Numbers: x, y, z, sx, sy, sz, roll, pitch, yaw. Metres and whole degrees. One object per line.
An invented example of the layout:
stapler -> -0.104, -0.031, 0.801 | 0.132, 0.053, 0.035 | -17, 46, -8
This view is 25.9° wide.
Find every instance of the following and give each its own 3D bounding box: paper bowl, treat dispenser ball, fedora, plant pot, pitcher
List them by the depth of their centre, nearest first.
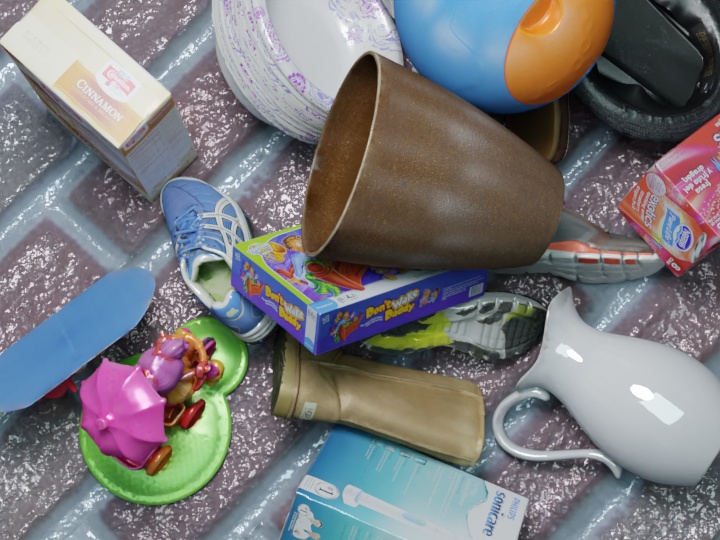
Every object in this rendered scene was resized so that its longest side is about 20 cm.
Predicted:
plant pot -> 0.072, -0.076, 1.394 | 0.200, 0.187, 0.187 | 16, 78, -15
treat dispenser ball -> 0.130, -0.242, 1.415 | 0.200, 0.201, 0.201 | 0, 78, 1
pitcher -> 0.237, 0.136, 1.480 | 0.200, 0.121, 0.172 | 31, 108, 11
paper bowl -> -0.061, -0.218, 1.527 | 0.104, 0.200, 0.201 | -27, 75, 37
fedora -> 0.270, -0.213, 1.549 | 0.200, 0.092, 0.201 | 1, 79, -7

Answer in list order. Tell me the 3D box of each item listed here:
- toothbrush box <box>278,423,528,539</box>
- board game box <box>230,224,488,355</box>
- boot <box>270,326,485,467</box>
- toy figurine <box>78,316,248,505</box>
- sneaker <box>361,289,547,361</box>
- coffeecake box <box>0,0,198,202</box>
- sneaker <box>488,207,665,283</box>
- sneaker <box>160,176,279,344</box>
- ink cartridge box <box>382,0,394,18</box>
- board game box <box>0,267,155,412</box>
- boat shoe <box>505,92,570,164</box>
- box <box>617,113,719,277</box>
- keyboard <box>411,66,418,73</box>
toothbrush box -> 0.040, 0.237, 1.430 | 0.200, 0.146, 0.085 | 21, 115, 5
board game box -> 0.000, 0.000, 1.445 | 0.200, 0.045, 0.134 | -19, 39, -35
boot -> 0.016, 0.098, 1.506 | 0.200, 0.066, 0.175 | 14, 47, -11
toy figurine -> -0.186, 0.115, 1.449 | 0.150, 0.184, 0.200 | 37, 81, 8
sneaker -> 0.086, 0.032, 1.509 | 0.199, 0.075, 0.085 | 4, 35, -21
coffeecake box -> -0.245, -0.162, 1.499 | 0.153, 0.200, 0.073 | 42, 82, 9
sneaker -> 0.201, -0.039, 1.531 | 0.199, 0.077, 0.082 | 6, 70, 1
sneaker -> -0.142, -0.021, 1.510 | 0.076, 0.077, 0.200 | -41, 58, 10
ink cartridge box -> 0.100, -0.340, 1.513 | 0.200, 0.116, 0.068 | -26, 60, -6
board game box -> -0.268, 0.078, 1.496 | 0.200, 0.158, 0.039 | -38, 115, -6
boat shoe -> 0.182, -0.202, 1.567 | 0.070, 0.070, 0.201 | -3, 82, -40
box -> 0.356, -0.096, 1.497 | 0.200, 0.100, 0.096 | -36, 80, -25
keyboard -> 0.103, -0.261, 1.559 | 0.011, 0.056, 0.200 | 37, 63, -6
